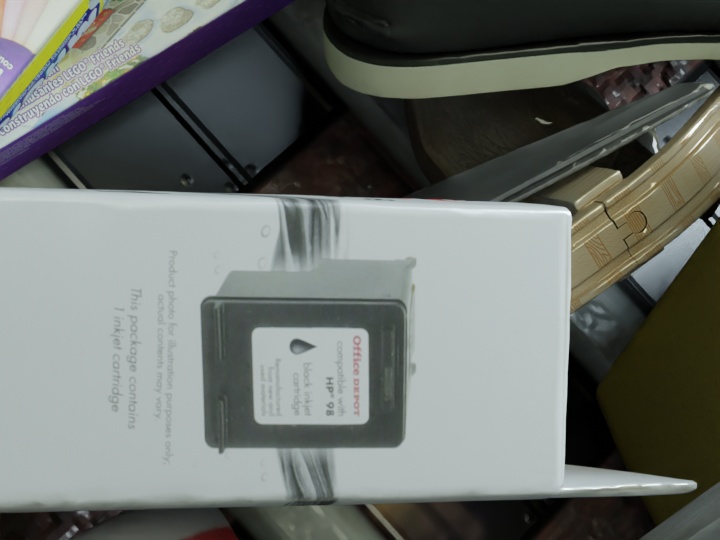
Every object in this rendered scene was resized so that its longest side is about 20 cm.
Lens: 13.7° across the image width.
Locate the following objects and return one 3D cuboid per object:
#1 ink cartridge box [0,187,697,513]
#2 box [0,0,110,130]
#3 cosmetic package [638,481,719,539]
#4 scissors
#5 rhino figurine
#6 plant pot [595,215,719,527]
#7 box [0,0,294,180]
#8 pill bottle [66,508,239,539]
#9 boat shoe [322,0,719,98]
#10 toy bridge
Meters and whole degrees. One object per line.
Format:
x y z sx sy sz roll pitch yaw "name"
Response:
-0.032 0.016 0.679 0.199 0.116 0.067 1 90 -31 "ink cartridge box"
-0.123 -0.085 0.739 0.117 0.048 0.200 38 67 -2 "box"
0.090 0.083 0.731 0.082 0.200 0.051 -37 86 -38 "cosmetic package"
0.000 0.000 0.774 0.199 0.014 0.073 -11 55 4 "scissors"
0.042 -0.100 0.888 0.087 0.060 0.201 -1 63 -24 "rhino figurine"
0.187 0.029 0.835 0.176 0.200 0.200 44 51 12 "plant pot"
-0.083 -0.115 0.807 0.200 0.039 0.137 -33 84 -23 "box"
-0.033 0.163 0.672 0.114 0.114 0.201 -25 80 -37 "pill bottle"
0.086 -0.094 0.794 0.200 0.063 0.074 -9 34 -12 "boat shoe"
0.058 -0.014 0.798 0.200 0.067 0.027 -35 105 -13 "toy bridge"
